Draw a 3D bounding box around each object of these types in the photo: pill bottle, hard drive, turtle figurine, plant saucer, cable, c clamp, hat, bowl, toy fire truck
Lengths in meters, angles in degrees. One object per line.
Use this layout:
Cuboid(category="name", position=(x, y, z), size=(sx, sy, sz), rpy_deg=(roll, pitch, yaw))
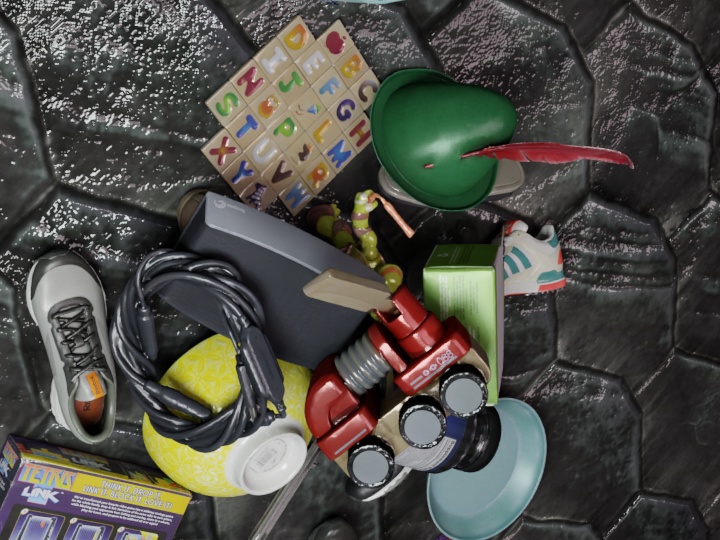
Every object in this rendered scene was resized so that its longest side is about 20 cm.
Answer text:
Cuboid(category="pill bottle", position=(0.058, 0.163, 1.194), size=(0.199, 0.112, 0.113), rpy_deg=(21, 95, -33))
Cuboid(category="hard drive", position=(-0.089, 0.019, 1.039), size=(0.199, 0.042, 0.135), rpy_deg=(26, 119, -20))
Cuboid(category="turtle figurine", position=(0.000, 0.000, 1.122), size=(0.064, 0.161, 0.201), rpy_deg=(-29, 122, -21))
Cuboid(category="plant saucer", position=(0.159, 0.257, 1.402), size=(0.199, 0.036, 0.202), rpy_deg=(-10, 109, -31))
Cuboid(category="cable", position=(-0.161, 0.073, 1.012), size=(0.201, 0.162, 0.051), rpy_deg=(66, 27, -14))
Cuboid(category="c clamp", position=(-0.095, 0.266, 1.203), size=(0.027, 0.171, 0.201), rpy_deg=(32, 79, 7))
Cuboid(category="hat", position=(0.137, -0.163, 1.105), size=(0.199, 0.176, 0.167), rpy_deg=(2, 74, -33))
Cuboid(category="bowl", position=(-0.116, 0.169, 1.115), size=(0.199, 0.108, 0.201), rpy_deg=(-22, 134, -25))
Cuboid(category="toy fire truck", position=(0.005, 0.085, 1.013), size=(0.176, 0.129, 0.200), rpy_deg=(-38, 100, 12))

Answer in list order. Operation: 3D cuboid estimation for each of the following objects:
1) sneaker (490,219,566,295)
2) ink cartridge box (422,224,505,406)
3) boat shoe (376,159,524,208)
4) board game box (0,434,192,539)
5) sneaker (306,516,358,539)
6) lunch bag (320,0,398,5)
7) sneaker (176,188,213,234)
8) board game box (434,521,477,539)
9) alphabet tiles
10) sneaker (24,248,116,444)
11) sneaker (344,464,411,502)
Cuboid(category="sneaker", position=(0.165, -0.013, 1.299), size=(0.198, 0.070, 0.094), rpy_deg=(-6, 94, -30))
Cuboid(category="ink cartridge box", position=(0.119, 0.042, 1.168), size=(0.075, 0.200, 0.149), rpy_deg=(0, 105, 10))
Cuboid(category="boat shoe", position=(0.096, -0.095, 1.208), size=(0.199, 0.063, 0.073), rpy_deg=(-8, 70, -34))
Cuboid(category="board game box", position=(-0.296, 0.273, 1.095), size=(0.199, 0.057, 0.166), rpy_deg=(24, 92, -37))
Cuboid(category="sneaker", position=(-0.017, 0.395, 1.308), size=(0.075, 0.091, 0.202), rpy_deg=(-16, 115, -26))
Cuboid(category="lunch bag", position=(0.047, -0.305, 1.037), size=(0.199, 0.160, 0.078), rpy_deg=(-18, 117, -28))
Cuboid(category="sneaker", position=(-0.127, 0.012, 1.095), size=(0.070, 0.075, 0.201), rpy_deg=(-36, 124, -17))
Cuboid(category="board game box", position=(0.128, 0.448, 1.467), size=(0.120, 0.032, 0.201), rpy_deg=(-34, 123, -24))
Cuboid(category="alphabet tiles", position=(-0.067, -0.158, 1.113), size=(0.200, 0.006, 0.167), rpy_deg=(-45, 126, -11))
Cuboid(category="sneaker", position=(-0.267, 0.074, 1.024), size=(0.073, 0.079, 0.202), rpy_deg=(-17, 115, -25))
Cuboid(category="sneaker", position=(0.041, 0.186, 1.291), size=(0.200, 0.076, 0.088), rpy_deg=(-44, 112, -17))
